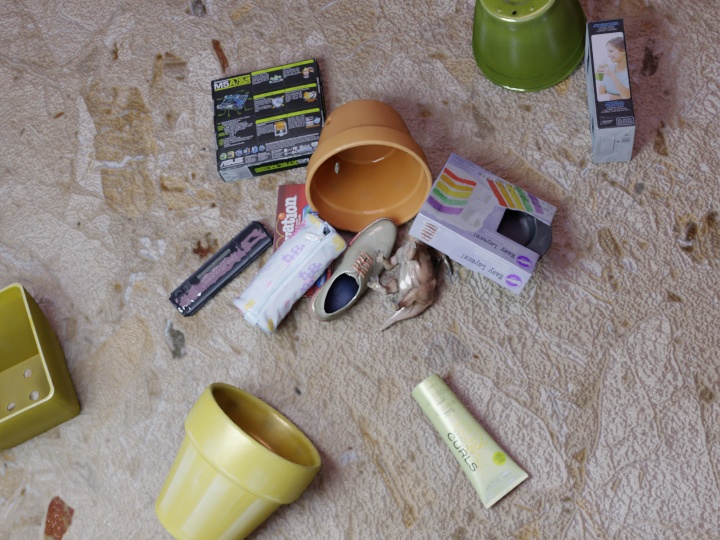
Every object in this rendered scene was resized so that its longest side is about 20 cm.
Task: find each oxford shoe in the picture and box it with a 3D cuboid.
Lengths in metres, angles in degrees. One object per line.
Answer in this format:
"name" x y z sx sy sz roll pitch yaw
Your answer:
"oxford shoe" 0.000 0.000 1.406 0.071 0.074 0.200 36 81 -10

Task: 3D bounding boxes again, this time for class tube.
"tube" 0.154 0.242 1.307 0.200 0.052 0.058 53 125 19

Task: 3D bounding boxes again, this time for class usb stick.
"usb stick" -0.229 -0.004 1.482 0.200 0.033 0.055 -42 74 -8

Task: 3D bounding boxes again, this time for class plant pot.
"plant pot" 0.010 -0.179 1.434 0.199 0.200 0.140 -9 51 6
"plant pot" 0.268 -0.423 1.457 0.199 0.193 0.201 -3 77 15
"plant pot" -0.548 0.172 1.387 0.199 0.177 0.201 -26 66 -1
"plant pot" -0.187 0.294 1.276 0.200 0.201 0.189 36 94 21

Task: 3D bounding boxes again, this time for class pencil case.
"pencil case" -0.110 0.005 1.405 0.083 0.091 0.200 43 83 -18

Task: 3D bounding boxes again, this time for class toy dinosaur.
"toy dinosaur" 0.092 0.008 1.398 0.086 0.135 0.201 15 94 47

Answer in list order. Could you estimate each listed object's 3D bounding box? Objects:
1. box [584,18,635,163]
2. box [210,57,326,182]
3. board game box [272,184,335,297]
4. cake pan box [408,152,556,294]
"box" 0.400 -0.288 1.442 0.060 0.117 0.201 -3 69 11
"box" -0.159 -0.265 1.569 0.199 0.048 0.194 -11 64 6
"board game box" -0.093 -0.051 1.484 0.102 0.019 0.201 -2 68 11
"cake pan box" 0.192 -0.073 1.358 0.199 0.052 0.184 30 45 3
